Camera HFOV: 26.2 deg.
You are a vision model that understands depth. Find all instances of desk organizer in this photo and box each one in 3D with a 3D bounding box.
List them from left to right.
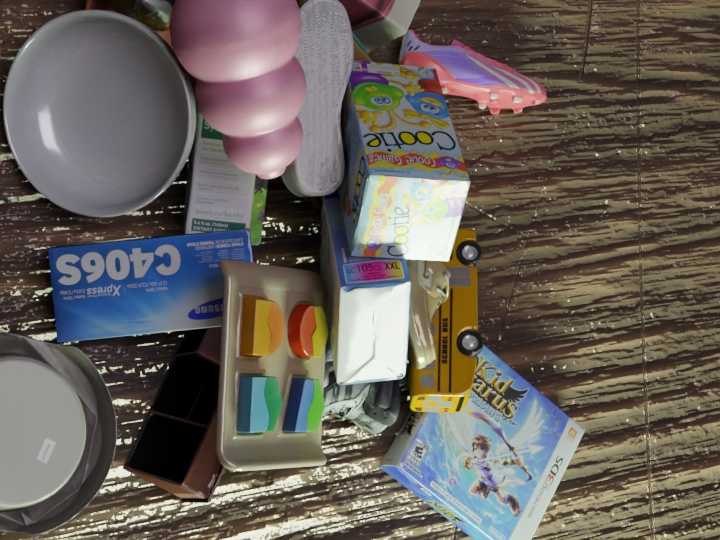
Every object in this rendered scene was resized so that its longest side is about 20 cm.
[{"bbox_3d":[-0.160,0.130,1.582,0.077,0.072,0.200,31,69,-22],"label":"desk organizer"}]

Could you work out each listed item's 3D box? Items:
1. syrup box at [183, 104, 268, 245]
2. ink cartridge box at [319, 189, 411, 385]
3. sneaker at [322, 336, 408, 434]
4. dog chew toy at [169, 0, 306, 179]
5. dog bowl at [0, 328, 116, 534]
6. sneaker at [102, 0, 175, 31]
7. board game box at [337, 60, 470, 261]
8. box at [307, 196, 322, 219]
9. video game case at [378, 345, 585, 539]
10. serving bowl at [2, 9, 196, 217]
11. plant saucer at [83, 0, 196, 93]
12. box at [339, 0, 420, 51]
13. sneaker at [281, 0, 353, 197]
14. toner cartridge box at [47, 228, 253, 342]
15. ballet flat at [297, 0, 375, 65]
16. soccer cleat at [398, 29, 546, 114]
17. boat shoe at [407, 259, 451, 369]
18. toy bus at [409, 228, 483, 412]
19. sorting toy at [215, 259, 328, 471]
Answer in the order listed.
[{"bbox_3d":[-0.132,-0.134,1.574,0.079,0.081,0.201,5,106,-9],"label":"syrup box"},{"bbox_3d":[0.000,0.000,1.615,0.076,0.200,0.137,-4,131,-8],"label":"ink cartridge box"},{"bbox_3d":[-0.026,0.144,1.655,0.200,0.075,0.114,-45,104,-29],"label":"sneaker"},{"bbox_3d":[-0.106,-0.183,1.464,0.124,0.124,0.200,-27,116,-30],"label":"dog chew toy"},{"bbox_3d":[-0.337,0.155,1.480,0.200,0.059,0.201,4,83,-30],"label":"dog bowl"},{"bbox_3d":[-0.247,-0.323,1.539,0.200,0.076,0.088,39,70,8],"label":"sneaker"},{"bbox_3d":[0.035,-0.113,1.568,0.103,0.105,0.200,3,40,-12],"label":"board game box"},{"bbox_3d":[-0.035,-0.167,1.688,0.137,0.040,0.200,-45,119,-27],"label":"box"},{"bbox_3d":[0.143,0.202,1.769,0.200,0.045,0.182,39,65,-21],"label":"video game case"},{"bbox_3d":[-0.248,-0.156,1.521,0.066,0.200,0.201,-35,106,-71],"label":"serving bowl"},{"bbox_3d":[-0.200,-0.245,1.622,0.200,0.037,0.201,5,81,-30],"label":"plant saucer"},{"bbox_3d":[-0.030,-0.349,1.693,0.200,0.109,0.128,31,69,-24],"label":"box"},{"bbox_3d":[-0.055,-0.173,1.583,0.073,0.116,0.201,4,88,-13],"label":"sneaker"},{"bbox_3d":[-0.204,0.014,1.533,0.199,0.043,0.095,-6,94,-5],"label":"toner cartridge box"},{"bbox_3d":[-0.010,-0.210,1.640,0.200,0.069,0.063,41,82,-31],"label":"ballet flat"},{"bbox_3d":[0.134,-0.231,1.806,0.200,0.067,0.077,4,77,-28],"label":"soccer cleat"},{"bbox_3d":[0.067,0.009,1.669,0.065,0.072,0.200,-6,63,-4],"label":"boat shoe"},{"bbox_3d":[0.095,0.054,1.722,0.078,0.065,0.201,2,67,-1],"label":"toy bus"},{"bbox_3d":[-0.079,0.093,1.517,0.185,0.036,0.201,8,79,-61],"label":"sorting toy"}]
